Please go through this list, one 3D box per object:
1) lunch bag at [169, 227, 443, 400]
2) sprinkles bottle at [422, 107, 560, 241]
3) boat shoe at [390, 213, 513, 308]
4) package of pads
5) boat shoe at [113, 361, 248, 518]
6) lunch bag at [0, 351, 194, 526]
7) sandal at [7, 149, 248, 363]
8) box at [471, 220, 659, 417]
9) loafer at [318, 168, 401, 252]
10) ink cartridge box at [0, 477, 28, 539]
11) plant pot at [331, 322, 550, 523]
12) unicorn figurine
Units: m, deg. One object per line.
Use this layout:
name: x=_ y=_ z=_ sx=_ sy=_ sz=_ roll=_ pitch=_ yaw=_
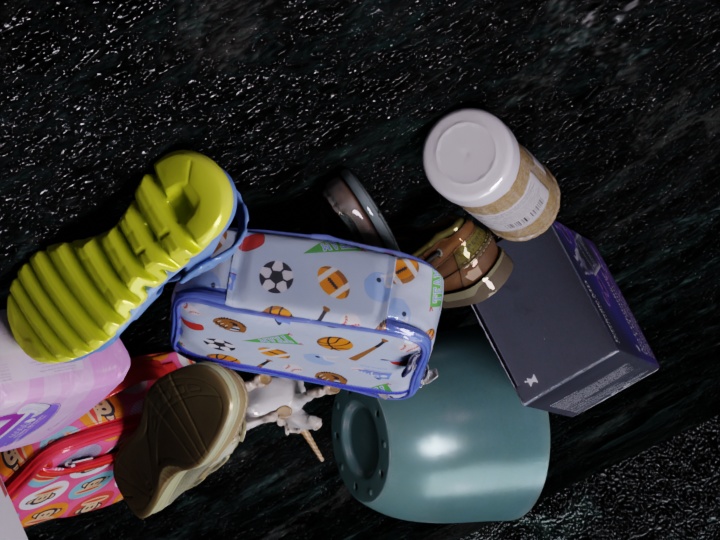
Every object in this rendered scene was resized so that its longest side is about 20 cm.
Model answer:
lunch bag: x=-0.036 y=0.036 z=1.478 sx=0.198 sy=0.076 sz=0.160 roll=12 pitch=156 yaw=-3
sprinkles bottle: x=0.101 y=-0.069 z=1.550 sx=0.068 sy=0.069 sz=0.200 roll=-29 pitch=165 yaw=10
boat shoe: x=0.036 y=-0.005 z=1.663 sx=0.199 sy=0.068 sz=0.072 roll=-18 pitch=-149 yaw=46
package of pads: x=-0.266 y=0.080 z=1.397 sx=0.199 sy=0.076 sz=0.120 roll=-9 pitch=156 yaw=-49
boat shoe: x=-0.126 y=0.123 z=1.560 sx=0.063 sy=0.073 sz=0.201 roll=-21 pitch=158 yaw=-36
lunch bag: x=-0.214 y=0.127 z=1.655 sx=0.199 sy=0.082 sz=0.176 roll=-12 pitch=155 yaw=-47
sandal: x=-0.144 y=-0.003 z=1.335 sx=0.199 sy=0.080 sz=0.087 roll=-32 pitch=168 yaw=23
box: x=0.187 y=0.047 z=1.936 sx=0.104 sy=0.149 sz=0.200 roll=-30 pitch=166 yaw=13
loafer: x=0.000 y=0.000 z=1.530 sx=0.063 sy=0.072 sz=0.200 roll=-31 pitch=148 yaw=-3
ink cartridge box: x=-0.358 y=0.215 z=1.554 sx=0.199 sy=0.145 sz=0.084 roll=-34 pitch=164 yaw=25
plant pot: x=0.068 y=0.158 z=2.034 sx=0.160 sy=0.202 sz=0.201 roll=-5 pitch=156 yaw=-28
unicorn figurine: x=-0.080 y=0.122 z=1.902 sx=0.199 sy=0.074 sz=0.137 roll=4 pitch=158 yaw=-38
